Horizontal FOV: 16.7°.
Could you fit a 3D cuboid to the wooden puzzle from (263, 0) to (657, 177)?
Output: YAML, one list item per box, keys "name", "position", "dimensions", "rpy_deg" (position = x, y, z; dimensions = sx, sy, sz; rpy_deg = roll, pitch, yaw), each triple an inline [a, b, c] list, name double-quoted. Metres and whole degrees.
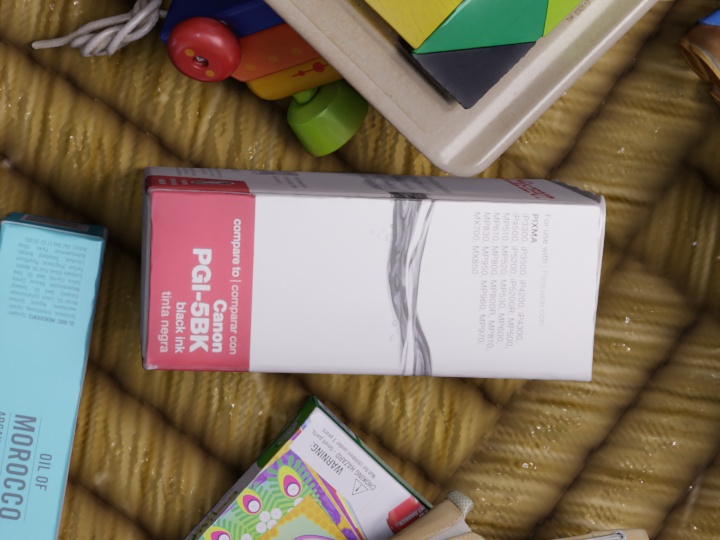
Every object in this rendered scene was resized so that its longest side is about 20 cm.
- name: "wooden puzzle"
  position: [0.048, -0.155, 1.025]
  dimensions: [0.185, 0.037, 0.200]
  rpy_deg: [-44, 124, 5]

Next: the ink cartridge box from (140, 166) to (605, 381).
- name: "ink cartridge box"
  position: [0.000, 0.000, 1.117]
  dimensions: [0.199, 0.147, 0.083]
  rpy_deg: [2, 95, -5]

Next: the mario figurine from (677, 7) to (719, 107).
- name: "mario figurine"
  position: [0.251, -0.141, 1.149]
  dimensions: [0.200, 0.123, 0.106]
  rpy_deg: [-44, 81, 3]

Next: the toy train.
- name: "toy train"
  position: [-0.043, -0.098, 1.144]
  dimensions: [0.199, 0.085, 0.116]
  rpy_deg: [-15, 132, 33]

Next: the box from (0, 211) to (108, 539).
- name: "box"
  position: [-0.157, 0.076, 1.140]
  dimensions: [0.049, 0.082, 0.201]
  rpy_deg: [10, 93, -5]

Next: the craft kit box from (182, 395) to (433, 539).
- name: "craft kit box"
  position: [-0.017, 0.200, 1.185]
  dimensions: [0.200, 0.049, 0.198]
  rpy_deg: [42, 92, -7]

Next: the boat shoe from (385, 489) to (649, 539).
- name: "boat shoe"
  position: [0.039, 0.140, 1.139]
  dimensions: [0.199, 0.072, 0.076]
  rpy_deg: [5, 76, -11]
